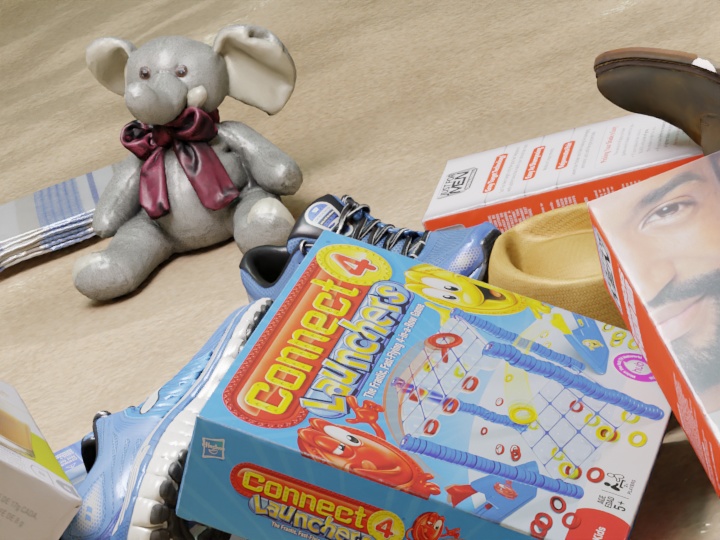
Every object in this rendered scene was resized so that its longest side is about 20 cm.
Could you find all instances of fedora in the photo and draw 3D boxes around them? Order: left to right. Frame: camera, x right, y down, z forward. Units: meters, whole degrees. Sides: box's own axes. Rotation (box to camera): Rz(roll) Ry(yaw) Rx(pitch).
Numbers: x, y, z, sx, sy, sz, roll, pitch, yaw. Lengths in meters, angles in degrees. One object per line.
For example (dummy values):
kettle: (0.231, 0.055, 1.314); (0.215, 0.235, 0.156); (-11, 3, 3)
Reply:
fedora: (0.122, 0.016, 1.322); (0.200, 0.082, 0.201); (-18, 19, 6)

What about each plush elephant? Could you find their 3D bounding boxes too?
plush elephant: (-0.126, -0.097, 1.753); (0.164, 0.155, 0.200); (-13, 21, 19)

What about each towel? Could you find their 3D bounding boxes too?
towel: (-0.208, -0.051, 1.916); (0.199, 0.024, 0.147); (-20, 17, -6)

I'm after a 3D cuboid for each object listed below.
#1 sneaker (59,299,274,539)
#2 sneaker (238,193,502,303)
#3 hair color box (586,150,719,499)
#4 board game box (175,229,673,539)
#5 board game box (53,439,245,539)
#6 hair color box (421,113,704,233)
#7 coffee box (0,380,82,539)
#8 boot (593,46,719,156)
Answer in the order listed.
sneaker: (-0.093, 0.079, 1.230); (0.089, 0.079, 0.200); (-4, 28, 27)
sneaker: (0.000, 0.000, 1.444); (0.200, 0.089, 0.079); (-15, 20, 40)
hair color box: (0.192, 0.032, 1.132); (0.111, 0.064, 0.200); (-22, 44, -3)
board game box: (0.040, 0.074, 1.151); (0.195, 0.056, 0.200); (19, 30, 8)
board game box: (-0.081, 0.116, 1.317); (0.200, 0.043, 0.199); (-26, 22, -15)
hair color box: (0.146, -0.047, 1.499); (0.199, 0.061, 0.102); (-13, 21, 18)
coffee box: (-0.285, 0.116, 1.181); (0.200, 0.199, 0.198); (-56, 22, 3)
boot: (0.203, -0.063, 1.376); (0.200, 0.097, 0.075); (17, -5, 36)
